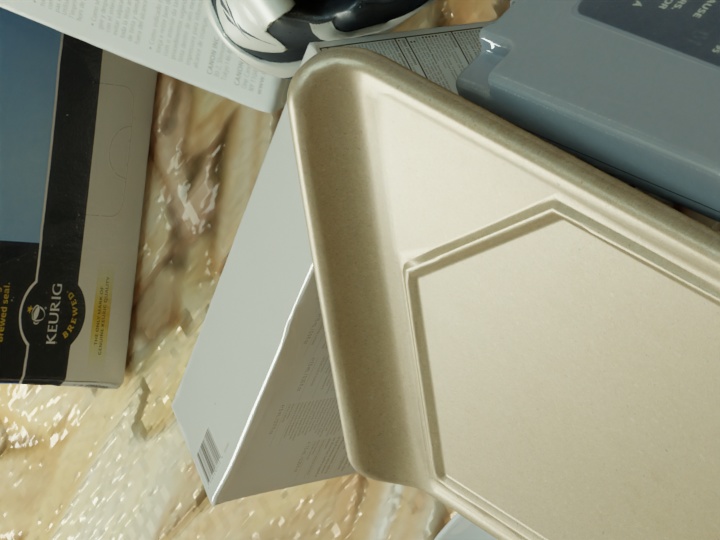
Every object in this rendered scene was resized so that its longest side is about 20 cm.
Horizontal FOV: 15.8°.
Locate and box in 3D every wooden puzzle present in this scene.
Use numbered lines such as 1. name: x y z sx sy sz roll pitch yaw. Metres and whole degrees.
1. wooden puzzle: 0.072 0.034 0.766 0.200 0.037 0.185 26 143 32

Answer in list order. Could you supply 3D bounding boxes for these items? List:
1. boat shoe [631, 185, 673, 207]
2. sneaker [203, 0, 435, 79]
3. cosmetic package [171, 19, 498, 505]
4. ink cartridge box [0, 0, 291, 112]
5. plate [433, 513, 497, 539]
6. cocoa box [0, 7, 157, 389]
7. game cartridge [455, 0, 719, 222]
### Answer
1. boat shoe: 0.082 -0.087 0.854 0.067 0.073 0.201 34 113 39
2. sneaker: 0.032 -0.137 0.823 0.199 0.130 0.080 -34 94 1
3. cosmetic package: 0.000 0.000 0.884 0.051 0.082 0.200 66 150 31
4. ink cartridge box: -0.095 -0.165 0.941 0.200 0.050 0.163 24 124 13
5. plate: 0.127 0.113 0.826 0.200 0.032 0.200 -49 55 31
6. cocoa box: -0.176 -0.059 1.080 0.133 0.131 0.201 10 94 46
7. game cartridge: 0.137 -0.095 0.746 0.200 0.042 0.133 -45 48 -18
